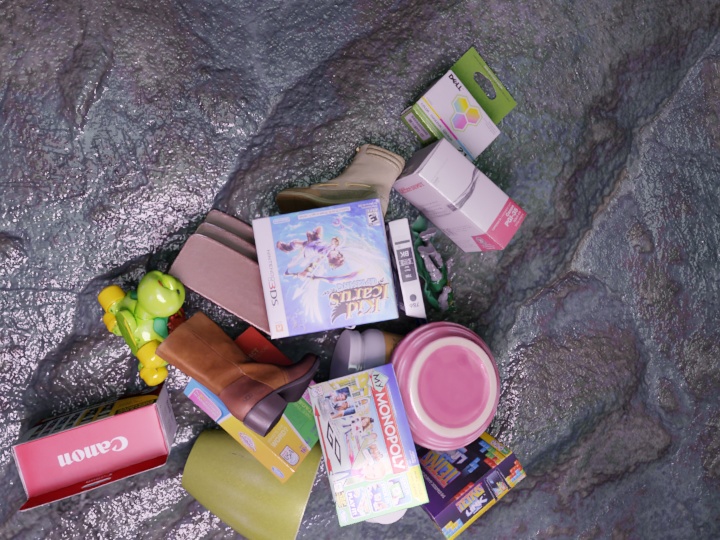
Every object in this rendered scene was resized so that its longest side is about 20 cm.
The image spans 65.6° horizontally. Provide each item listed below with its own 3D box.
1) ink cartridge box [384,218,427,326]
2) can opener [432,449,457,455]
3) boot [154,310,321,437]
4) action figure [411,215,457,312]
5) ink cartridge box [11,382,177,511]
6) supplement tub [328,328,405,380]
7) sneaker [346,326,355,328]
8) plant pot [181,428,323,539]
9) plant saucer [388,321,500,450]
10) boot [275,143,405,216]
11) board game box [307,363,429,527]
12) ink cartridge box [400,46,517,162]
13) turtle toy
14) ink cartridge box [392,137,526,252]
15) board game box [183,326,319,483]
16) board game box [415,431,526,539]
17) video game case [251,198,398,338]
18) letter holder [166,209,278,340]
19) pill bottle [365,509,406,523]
[{"bbox_3d":[0.076,0.012,0.983,0.039,0.099,0.203,-13,93,-7],"label":"ink cartridge box"},{"bbox_3d":[0.187,0.246,1.008,0.067,0.053,0.201,44,54,-24],"label":"can opener"},{"bbox_3d":[-0.173,0.132,0.834,0.199,0.069,0.188,35,38,9],"label":"boot"},{"bbox_3d":[0.137,0.012,0.984,0.054,0.201,0.119,-3,53,21],"label":"action figure"},{"bbox_3d":[-0.387,0.253,0.830,0.198,0.175,0.085,-15,96,-14],"label":"ink cartridge box"},{"bbox_3d":[0.056,0.182,0.959,0.198,0.145,0.147,14,88,-15],"label":"supplement tub"},{"bbox_3d":[0.000,0.000,0.955,0.114,0.075,0.201,36,85,18],"label":"sneaker"},{"bbox_3d":[-0.176,0.333,0.900,0.198,0.187,0.189,19,87,2],"label":"plant pot"},{"bbox_3d":[0.138,0.182,0.881,0.198,0.051,0.203,2,82,-16],"label":"plant saucer"},{"bbox_3d":[-0.033,-0.149,0.960,0.073,0.198,0.157,69,35,-46],"label":"boot"},{"bbox_3d":[0.010,0.252,0.821,0.133,0.029,0.202,-16,77,1],"label":"board game box"},{"bbox_3d":[0.195,-0.300,1.018,0.200,0.076,0.148,-45,101,-8],"label":"ink cartridge box"},{"bbox_3d":[-0.316,0.074,0.847,0.101,0.200,0.146,-33,76,-32],"label":"turtle toy"},{"bbox_3d":[0.167,-0.126,0.979,0.199,0.146,0.083,40,81,-12],"label":"ink cartridge box"},{"bbox_3d":[-0.144,0.199,0.858,0.199,0.040,0.153,40,37,4],"label":"board game box"},{"bbox_3d":[0.159,0.342,0.961,0.164,0.200,0.057,-35,104,-12],"label":"board game box"},{"bbox_3d":[-0.052,-0.003,0.852,0.197,0.045,0.184,-10,92,2],"label":"video game case"},{"bbox_3d":[-0.190,-0.001,0.915,0.199,0.100,0.143,32,82,-13],"label":"letter holder"},{"bbox_3d":[0.017,0.339,0.924,0.109,0.200,0.112,0,92,-15],"label":"pill bottle"}]
